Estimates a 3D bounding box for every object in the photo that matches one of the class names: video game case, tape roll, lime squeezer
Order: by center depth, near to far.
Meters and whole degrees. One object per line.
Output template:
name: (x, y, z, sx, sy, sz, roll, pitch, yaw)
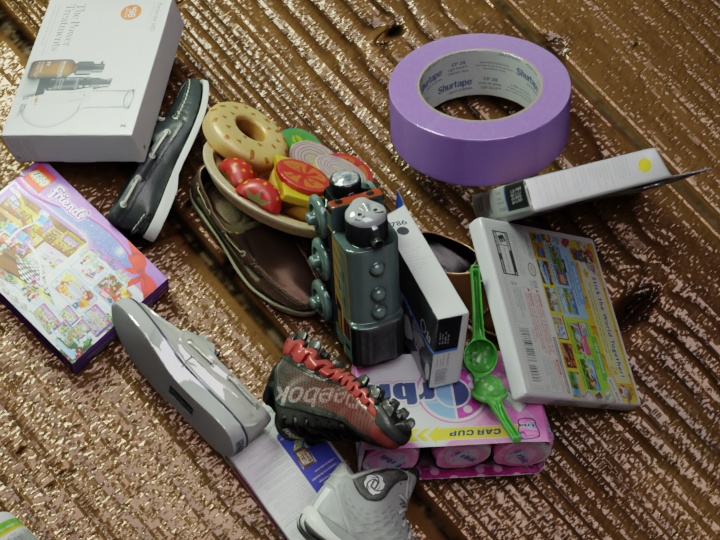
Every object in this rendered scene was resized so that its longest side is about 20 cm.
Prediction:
lime squeezer: (0.131, 0.097, 1.408, 0.038, 0.071, 0.201, 7, 53, -24)
video game case: (0.205, 0.047, 1.488, 0.182, 0.023, 0.201, 8, 59, -40)
tape roll: (0.131, -0.180, 1.562, 0.199, 0.066, 0.200, -3, 42, 2)

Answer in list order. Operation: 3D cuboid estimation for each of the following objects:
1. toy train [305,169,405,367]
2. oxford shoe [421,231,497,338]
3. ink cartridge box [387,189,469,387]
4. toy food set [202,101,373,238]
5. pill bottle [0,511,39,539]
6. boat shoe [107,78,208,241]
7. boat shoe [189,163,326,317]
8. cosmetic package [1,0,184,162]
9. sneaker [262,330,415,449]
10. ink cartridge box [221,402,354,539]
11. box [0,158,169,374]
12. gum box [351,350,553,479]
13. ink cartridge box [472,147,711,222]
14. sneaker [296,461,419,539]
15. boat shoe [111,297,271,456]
toy train: (0.000, 0.000, 1.415, 0.085, 0.201, 0.114, -16, 39, -18)
oxford shoe: (0.136, 0.019, 1.521, 0.199, 0.071, 0.071, 26, 66, 3)
ink cartridge box: (0.054, 0.016, 1.458, 0.039, 0.100, 0.200, -11, 43, -15)
toy food set: (-0.073, -0.103, 1.511, 0.197, 0.049, 0.200, 14, 30, -21)
pill bottle: (-0.301, 0.331, 1.320, 0.200, 0.111, 0.111, 41, 69, 11)
boat shoe: (-0.218, -0.131, 1.533, 0.060, 0.076, 0.201, 23, 61, -16)
boat shoe: (-0.112, -0.034, 1.512, 0.202, 0.075, 0.075, 44, 70, 11)
cosmetic package: (-0.288, -0.210, 1.540, 0.150, 0.052, 0.201, 2, 56, 12)
sneaker: (-0.028, 0.137, 1.376, 0.098, 0.071, 0.200, -53, 42, -7)
ink cartridge box: (-0.054, 0.223, 1.434, 0.095, 0.037, 0.200, -33, 72, -19)
box: (-0.320, -0.007, 1.497, 0.200, 0.039, 0.137, 43, 70, 11)
gum box: (0.093, 0.148, 1.449, 0.199, 0.066, 0.114, -2, 51, -7)
ink cartridge box: (0.241, -0.092, 1.511, 0.199, 0.198, 0.047, -16, 89, -12)
sneaker: (0.046, 0.254, 1.375, 0.200, 0.075, 0.116, 35, 72, -10)
boat shoe: (-0.171, 0.096, 1.431, 0.200, 0.072, 0.066, 43, 56, 17)
